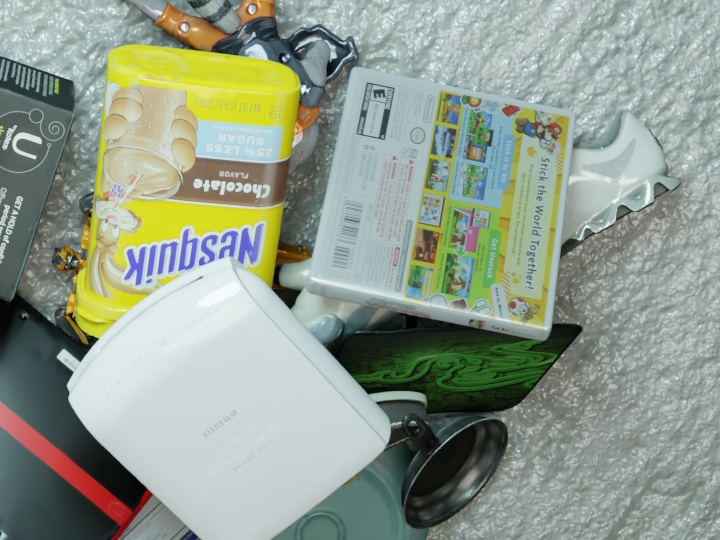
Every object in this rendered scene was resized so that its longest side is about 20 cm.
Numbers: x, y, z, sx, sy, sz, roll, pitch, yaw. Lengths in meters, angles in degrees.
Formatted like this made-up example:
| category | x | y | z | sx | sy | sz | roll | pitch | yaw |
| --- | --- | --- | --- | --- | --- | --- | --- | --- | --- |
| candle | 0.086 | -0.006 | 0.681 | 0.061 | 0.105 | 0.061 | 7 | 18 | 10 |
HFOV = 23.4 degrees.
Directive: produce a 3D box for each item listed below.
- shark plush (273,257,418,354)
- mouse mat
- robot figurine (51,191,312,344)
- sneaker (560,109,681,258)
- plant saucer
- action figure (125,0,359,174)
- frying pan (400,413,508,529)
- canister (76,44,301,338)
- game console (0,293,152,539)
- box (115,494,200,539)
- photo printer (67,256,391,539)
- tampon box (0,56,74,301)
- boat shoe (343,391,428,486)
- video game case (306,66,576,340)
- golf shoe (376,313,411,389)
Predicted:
| category | x | y | z | sx | sy | sz | roll | pitch | yaw |
| --- | --- | --- | --- | --- | --- | --- | --- | --- | --- |
| shark plush | 0.016 | 0.017 | 1.331 | 0.199 | 0.091 | 0.084 | -31 | 130 | -4 |
| mouse mat | 0.060 | 0.081 | 1.366 | 0.198 | 0.161 | 0.008 | -2 | 62 | -19 |
| robot figurine | -0.143 | 0.011 | 1.360 | 0.198 | 0.058 | 0.147 | 11 | 103 | -12 |
| sneaker | 0.150 | -0.057 | 1.386 | 0.199 | 0.074 | 0.089 | -32 | 98 | -5 |
| plant saucer | -0.036 | 0.213 | 1.446 | 0.198 | 0.036 | 0.202 | -2 | 105 | -8 |
| action figure | -0.106 | -0.148 | 1.301 | 0.199 | 0.105 | 0.194 | -37 | 98 | 1 |
| frying pan | 0.053 | 0.159 | 1.395 | 0.189 | 0.031 | 0.116 | 12 | 115 | -54 |
| canister | -0.124 | -0.052 | 1.254 | 0.147 | 0.087 | 0.202 | 5 | 113 | -11 |
| game console | -0.258 | 0.137 | 1.337 | 0.200 | 0.031 | 0.177 | 40 | 65 | -3 |
| box | -0.180 | 0.178 | 1.374 | 0.121 | 0.032 | 0.200 | -41 | 90 | -19 |
| photo printer | -0.097 | 0.096 | 1.240 | 0.166 | 0.070 | 0.200 | -37 | 119 | 8 |
| tampon box | -0.324 | -0.091 | 1.268 | 0.198 | 0.126 | 0.151 | 19 | 103 | -14 |
| boat shoe | -0.035 | 0.148 | 1.366 | 0.199 | 0.072 | 0.061 | -15 | 63 | -12 |
| video game case | 0.064 | -0.053 | 1.306 | 0.180 | 0.202 | 0.023 | 11 | 148 | -1 |
| golf shoe | 0.000 | 0.000 | 1.372 | 0.087 | 0.077 | 0.202 | -2 | 106 | -3 |
